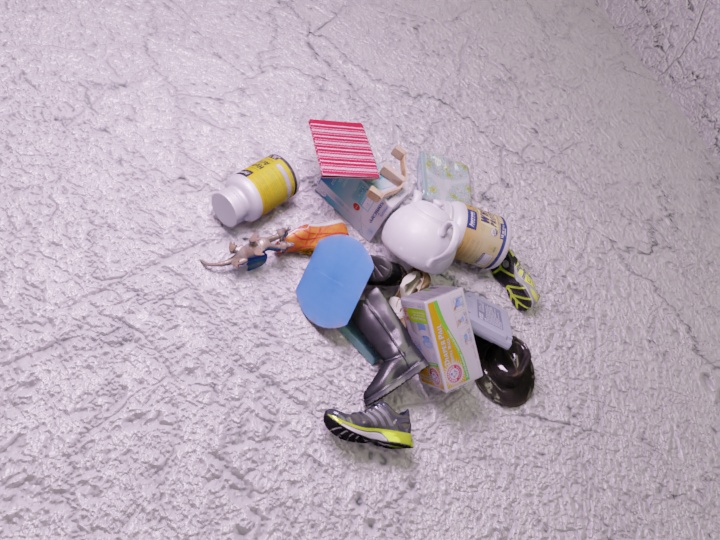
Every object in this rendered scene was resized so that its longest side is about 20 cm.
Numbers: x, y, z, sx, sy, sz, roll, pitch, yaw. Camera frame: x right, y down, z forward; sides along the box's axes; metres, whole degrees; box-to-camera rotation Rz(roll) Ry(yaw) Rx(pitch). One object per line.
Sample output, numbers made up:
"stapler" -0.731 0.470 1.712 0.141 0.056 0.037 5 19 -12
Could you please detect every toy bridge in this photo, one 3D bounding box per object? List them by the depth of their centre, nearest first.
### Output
"toy bridge" 0.078 -0.227 1.318 0.067 0.027 0.201 34 49 -6

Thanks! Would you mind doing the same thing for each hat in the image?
"hat" 0.361 0.218 1.318 0.197 0.081 0.203 14 54 -20

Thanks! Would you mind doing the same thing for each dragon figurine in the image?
"dragon figurine" -0.237 -0.037 1.186 0.198 0.099 0.060 -26 81 8

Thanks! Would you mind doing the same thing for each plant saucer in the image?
"plant saucer" -0.019 0.117 1.234 0.200 0.019 0.070 45 50 8

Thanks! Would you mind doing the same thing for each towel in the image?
"towel" -0.041 -0.286 1.298 0.142 0.023 0.202 -1 52 -18
"towel" 0.244 -0.253 1.598 0.169 0.048 0.203 17 53 -16

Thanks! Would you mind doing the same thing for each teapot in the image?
"teapot" 0.154 -0.094 1.288 0.199 0.148 0.197 34 20 18

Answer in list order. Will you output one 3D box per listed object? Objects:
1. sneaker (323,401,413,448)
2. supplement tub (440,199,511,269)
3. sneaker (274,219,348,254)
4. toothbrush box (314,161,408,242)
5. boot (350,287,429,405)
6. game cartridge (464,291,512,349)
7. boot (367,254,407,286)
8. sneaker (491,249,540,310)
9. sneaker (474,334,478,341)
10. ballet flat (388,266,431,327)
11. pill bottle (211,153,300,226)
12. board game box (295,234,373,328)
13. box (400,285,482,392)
"sneaker" 0.017 0.299 1.094 0.197 0.074 0.082 20 58 -23
"supplement tub" 0.280 -0.097 1.447 0.197 0.145 0.146 16 53 -17
"sneaker" -0.107 -0.067 1.280 0.197 0.073 0.078 -15 79 -30
"toothbrush box" 0.001 -0.197 1.372 0.200 0.147 0.085 44 51 5
"boot" 0.029 0.160 1.173 0.163 0.066 0.201 -31 76 -13
"game cartridge" 0.295 0.114 1.321 0.132 0.041 0.200 30 19 2
"boot" 0.001 0.002 1.281 0.153 0.200 0.075 16 78 -65
"sneaker" 0.419 0.011 1.501 0.076 0.075 0.203 -14 76 -41
"sneaker" 0.192 0.114 1.309 0.197 0.075 0.089 17 48 -15
"ballet flat" 0.096 0.067 1.255 0.201 0.070 0.066 -59 136 -30
"pill bottle" -0.240 -0.182 1.260 0.111 0.112 0.200 43 50 6
"board game box" -0.051 0.024 1.199 0.157 0.203 0.039 27 3 30
"box" 0.175 0.145 1.192 0.100 0.112 0.204 -18 98 -23
